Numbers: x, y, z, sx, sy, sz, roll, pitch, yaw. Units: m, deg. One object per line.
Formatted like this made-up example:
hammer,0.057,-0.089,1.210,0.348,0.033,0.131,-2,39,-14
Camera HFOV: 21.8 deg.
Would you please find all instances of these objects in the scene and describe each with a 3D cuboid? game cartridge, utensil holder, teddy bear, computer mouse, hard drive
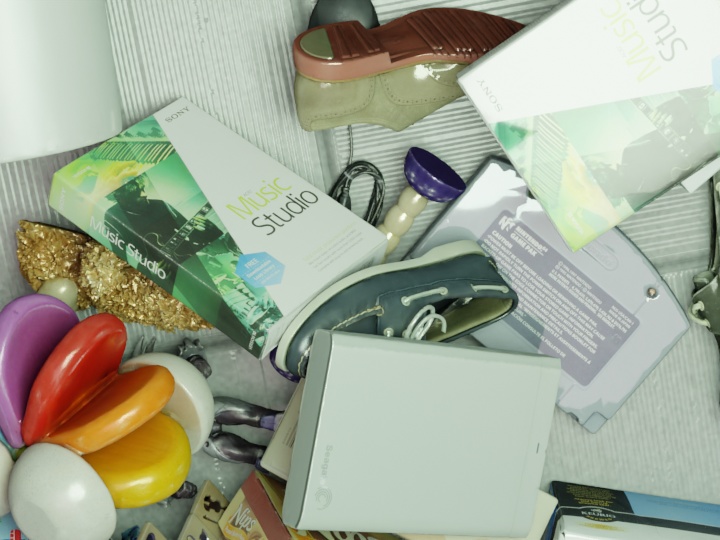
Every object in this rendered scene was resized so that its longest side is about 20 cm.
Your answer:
game cartridge,0.143,0.012,1.409,0.200,0.041,0.133,40,102,-6
utensil holder,-0.260,-0.184,1.319,0.169,0.170,0.201,-8,103,3
teddy bear,-0.160,0.017,1.366,0.199,0.145,0.067,14,89,-7
computer mouse,-0.010,-0.111,1.391,0.058,0.034,0.201,-3,101,1
hard drive,0.045,0.115,1.284,0.199,0.026,0.132,8,95,-35

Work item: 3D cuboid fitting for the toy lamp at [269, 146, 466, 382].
toy lamp,0.000,0.000,1.389,0.058,0.058,0.200,36,108,-5

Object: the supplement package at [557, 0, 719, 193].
supplement package,0.253,-0.183,1.333,0.200,0.111,0.156,-42,97,8

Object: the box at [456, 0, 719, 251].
box,0.186,-0.127,1.263,0.200,0.036,0.145,-34,97,9

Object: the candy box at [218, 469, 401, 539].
candy box,0.001,0.230,1.376,0.200,0.115,0.055,28,100,-27

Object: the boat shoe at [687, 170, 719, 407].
boat shoe,0.277,0.019,1.393,0.063,0.071,0.201,4,92,0

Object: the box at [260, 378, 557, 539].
box,0.038,0.154,1.358,0.200,0.095,0.078,30,83,-33

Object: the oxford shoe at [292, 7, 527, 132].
oxford shoe,0.043,-0.143,1.361,0.199,0.071,0.075,-6,126,-18

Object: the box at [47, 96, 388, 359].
box,-0.100,-0.035,1.322,0.200,0.144,0.036,34,133,18

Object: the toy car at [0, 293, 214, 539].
toy car,-0.212,0.089,1.308,0.199,0.175,0.150,12,127,28

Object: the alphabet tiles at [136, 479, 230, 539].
alphabet tiles,-0.117,0.258,1.348,0.008,0.200,0.167,-15,127,34

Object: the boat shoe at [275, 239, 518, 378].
boat shoe,0.029,0.038,1.313,0.062,0.200,0.075,45,132,26

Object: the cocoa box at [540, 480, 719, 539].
cocoa box,0.232,0.249,1.399,0.199,0.131,0.134,8,101,0

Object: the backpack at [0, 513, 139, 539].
backpack,-0.213,0.242,1.391,0.134,0.183,0.201,-23,91,-4

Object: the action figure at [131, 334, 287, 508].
action figure,-0.111,0.118,1.418,0.199,0.069,0.131,10,108,3
